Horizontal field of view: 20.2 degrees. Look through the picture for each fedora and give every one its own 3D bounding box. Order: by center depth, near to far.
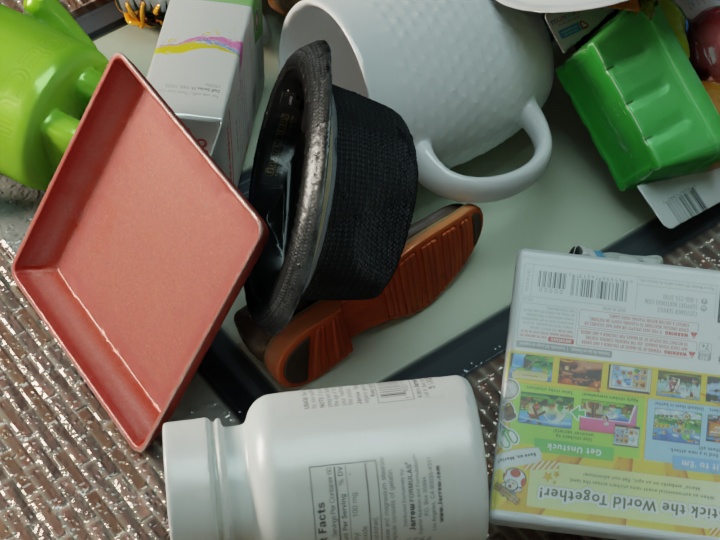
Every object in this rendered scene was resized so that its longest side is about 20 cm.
[{"bbox_3d":[-0.015,-0.051,1.361,0.091,0.201,0.201,9,48,-16],"label":"fedora"}]

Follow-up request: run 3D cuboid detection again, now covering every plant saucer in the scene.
[{"bbox_3d":[-0.147,-0.013,1.390,0.037,0.200,0.200,1,38,-44],"label":"plant saucer"}]

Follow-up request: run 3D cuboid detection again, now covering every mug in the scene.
[{"bbox_3d":[0.061,-0.128,1.493,0.175,0.148,0.200,-16,54,-25],"label":"mug"}]

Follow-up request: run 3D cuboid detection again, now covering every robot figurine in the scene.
[{"bbox_3d":[-0.266,-0.134,1.519,0.199,0.116,0.176,24,66,20],"label":"robot figurine"}]

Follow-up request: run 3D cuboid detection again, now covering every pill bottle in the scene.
[{"bbox_3d":[-0.024,0.133,1.291,0.199,0.115,0.115,-5,50,-4],"label":"pill bottle"}]

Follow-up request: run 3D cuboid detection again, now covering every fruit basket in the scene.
[{"bbox_3d":[0.252,-0.146,1.524,0.200,0.094,0.186,-27,87,-34],"label":"fruit basket"}]

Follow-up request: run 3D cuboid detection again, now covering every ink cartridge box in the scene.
[{"bbox_3d":[-0.121,-0.115,1.500,0.067,0.117,0.201,7,49,5],"label":"ink cartridge box"}]

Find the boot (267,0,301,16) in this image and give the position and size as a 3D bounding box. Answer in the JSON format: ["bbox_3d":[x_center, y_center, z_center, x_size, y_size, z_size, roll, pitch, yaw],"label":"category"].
[{"bbox_3d":[0.019,-0.252,1.587,0.199,0.155,0.074,-17,92,-1],"label":"boot"}]

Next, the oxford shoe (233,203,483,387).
[{"bbox_3d":[0.000,0.000,1.434,0.200,0.071,0.073,-32,52,-23],"label":"oxford shoe"}]

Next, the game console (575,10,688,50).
[{"bbox_3d":[0.274,-0.220,1.590,0.199,0.173,0.119,-28,28,-22],"label":"game console"}]

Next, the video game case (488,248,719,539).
[{"bbox_3d":[0.190,0.085,1.300,0.199,0.023,0.183,7,72,3],"label":"video game case"}]

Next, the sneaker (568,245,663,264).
[{"bbox_3d":[0.208,0.058,1.383,0.086,0.075,0.201,-4,51,-15],"label":"sneaker"}]

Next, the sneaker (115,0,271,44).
[{"bbox_3d":[-0.157,-0.225,1.633,0.200,0.078,0.077,31,80,22],"label":"sneaker"}]

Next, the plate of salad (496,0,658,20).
[{"bbox_3d":[0.188,-0.232,1.481,0.199,0.048,0.200,-16,30,10],"label":"plate of salad"}]
